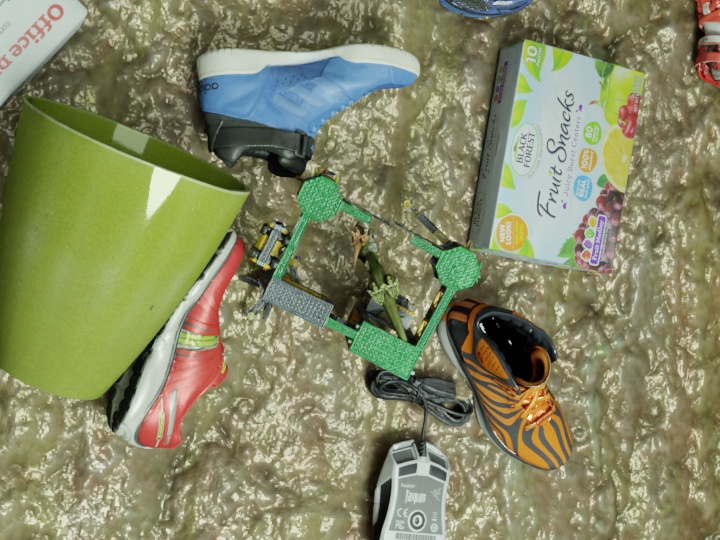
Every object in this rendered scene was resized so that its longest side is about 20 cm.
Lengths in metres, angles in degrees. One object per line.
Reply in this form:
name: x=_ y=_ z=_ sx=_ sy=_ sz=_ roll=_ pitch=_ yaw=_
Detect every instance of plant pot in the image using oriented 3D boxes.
plant pot: x=-0.210 y=-0.008 z=0.927 sx=0.186 sy=0.187 sz=0.201 roll=20 pitch=98 yaw=-21

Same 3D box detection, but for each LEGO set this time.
LEGO set: x=0.000 y=0.000 z=1.031 sx=0.198 sy=0.116 sz=0.155 roll=19 pitch=97 yaw=-7

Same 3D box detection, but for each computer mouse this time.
computer mouse: x=0.045 y=0.197 z=1.097 sx=0.109 sy=0.044 sz=0.202 roll=13 pitch=82 yaw=-27

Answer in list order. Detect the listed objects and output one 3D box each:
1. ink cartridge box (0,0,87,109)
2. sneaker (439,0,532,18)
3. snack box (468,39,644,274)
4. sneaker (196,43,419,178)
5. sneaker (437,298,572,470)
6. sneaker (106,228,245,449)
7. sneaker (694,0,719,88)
ink cartridge box: x=-0.333 y=-0.216 z=0.905 sx=0.200 sy=0.083 sz=0.147 roll=44 pitch=77 yaw=-18
sneaker: x=0.081 y=-0.292 z=1.073 sx=0.199 sy=0.078 sz=0.076 roll=19 pitch=85 yaw=-21
snack box: x=0.190 y=-0.107 z=1.138 sx=0.141 sy=0.053 sz=0.202 roll=10 pitch=88 yaw=-21
sneaker: x=-0.041 y=-0.136 z=1.028 sx=0.198 sy=0.077 sz=0.112 roll=-4 pitch=88 yaw=-18
sneaker: x=0.152 y=0.116 z=1.098 sx=0.078 sy=0.112 sz=0.200 roll=-42 pitch=106 yaw=-15
sneaker: x=-0.146 y=0.059 z=1.006 sx=0.085 sy=0.077 sz=0.201 roll=27 pitch=88 yaw=-32
sneaker: x=0.371 y=-0.265 z=1.199 sx=0.201 sy=0.067 sz=0.108 roll=45 pitch=73 yaw=-20
